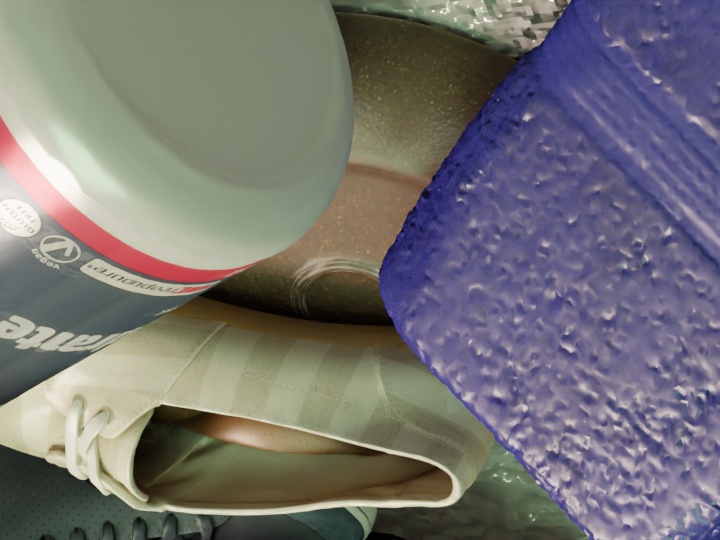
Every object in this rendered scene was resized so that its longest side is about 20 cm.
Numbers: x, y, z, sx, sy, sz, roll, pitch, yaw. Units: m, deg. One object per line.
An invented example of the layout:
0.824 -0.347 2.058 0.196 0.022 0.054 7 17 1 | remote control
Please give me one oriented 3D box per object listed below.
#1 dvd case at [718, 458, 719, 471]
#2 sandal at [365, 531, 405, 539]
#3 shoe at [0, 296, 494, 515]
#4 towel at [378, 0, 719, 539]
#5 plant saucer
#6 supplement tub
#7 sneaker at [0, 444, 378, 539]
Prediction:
0.200 0.067 0.780 0.146 0.022 0.200 -30 143 10 | dvd case
-0.020 0.130 1.011 0.075 0.048 0.200 13 157 -33 | sandal
-0.052 0.047 0.875 0.200 0.053 0.070 2 137 13 | shoe
0.103 -0.017 0.761 0.148 0.050 0.200 48 124 17 | towel
0.000 0.000 0.878 0.200 0.037 0.201 8 137 7 | plant saucer
-0.113 -0.036 0.790 0.200 0.141 0.140 -28 124 37 | supplement tub
-0.105 0.112 0.939 0.202 0.146 0.077 14 152 2 | sneaker
